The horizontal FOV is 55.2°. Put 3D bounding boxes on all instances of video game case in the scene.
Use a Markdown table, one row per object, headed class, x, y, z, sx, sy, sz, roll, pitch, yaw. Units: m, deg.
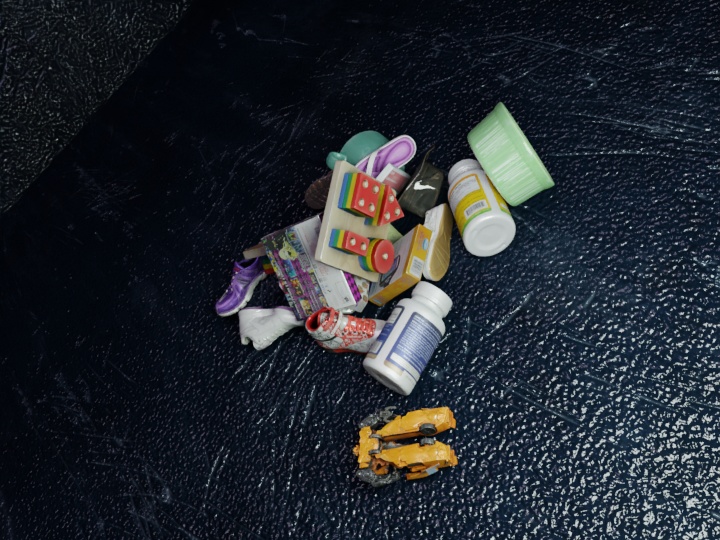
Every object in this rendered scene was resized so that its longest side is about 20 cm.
| class | x | y | z | sx | sy | sz | roll | pitch | yaw |
| --- | --- | --- | --- | --- | --- | --- | --- | --- | --- |
| video game case | -0.107 | -0.005 | 1.476 | 0.178 | 0.204 | 0.036 | -18 | 11 | 37 |
| video game case | 0.028 | -0.151 | 1.574 | 0.017 | 0.142 | 0.201 | 45 | 104 | 17 |

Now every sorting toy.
| class | x | y | z | sx | sy | sz | roll | pitch | yaw |
| --- | --- | --- | --- | --- | --- | --- | --- | --- | --- |
| sorting toy | 0.013 | -0.094 | 1.405 | 0.068 | 0.197 | 0.206 | 7 | 82 | 38 |
| sorting toy | -0.142 | -0.058 | 1.640 | 0.195 | 0.071 | 0.199 | -10 | 15 | 39 |

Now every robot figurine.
| class | x | y | z | sx | sy | sz | roll | pitch | yaw |
| --- | --- | --- | --- | --- | --- | --- | --- | --- | --- |
| robot figurine | 0.077 | 0.318 | 1.248 | 0.195 | 0.058 | 0.148 | -17 | 48 | 25 |

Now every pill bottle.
| class | x | y | z | sx | sy | sz | roll | pitch | yaw |
| --- | --- | --- | --- | --- | --- | --- | --- | --- | --- |
| pill bottle | 0.245 | -0.138 | 1.442 | 0.109 | 0.111 | 0.203 | -27 | 44 | 16 |
| pill bottle | 0.097 | 0.129 | 1.343 | 0.109 | 0.111 | 0.203 | 18 | 69 | 44 |

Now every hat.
| class | x | y | z | sx | sy | sz | roll | pitch | yaw |
| --- | --- | --- | --- | --- | --- | --- | --- | --- | --- |
| hat | 0.143 | -0.179 | 1.566 | 0.204 | 0.080 | 0.201 | -60 | 0 | -1 |

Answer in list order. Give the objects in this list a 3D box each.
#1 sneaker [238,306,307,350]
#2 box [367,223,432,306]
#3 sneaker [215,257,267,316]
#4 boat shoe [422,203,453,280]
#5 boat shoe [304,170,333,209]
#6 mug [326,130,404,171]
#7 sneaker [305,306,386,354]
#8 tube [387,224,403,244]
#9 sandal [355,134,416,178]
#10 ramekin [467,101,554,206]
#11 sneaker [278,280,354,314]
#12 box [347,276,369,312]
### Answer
| class | x | y | z | sx | sy | sz | roll | pitch | yaw |
| --- | --- | --- | --- | --- | --- | --- | --- | --- | --- |
| sneaker | -0.202 | 0.136 | 1.612 | 0.195 | 0.074 | 0.103 | -5 | 78 | 31 |
| box | 0.077 | -0.004 | 1.465 | 0.200 | 0.041 | 0.122 | -40 | 28 | 58 |
| sneaker | -0.310 | 0.023 | 1.757 | 0.080 | 0.084 | 0.202 | 26 | 76 | 46 |
| boat shoe | 0.153 | -0.056 | 1.481 | 0.068 | 0.071 | 0.203 | -11 | 42 | 30 |
| boat shoe | -0.061 | -0.226 | 1.783 | 0.197 | 0.077 | 0.072 | -30 | 6 | 29 |
| mug | 0.019 | -0.233 | 1.649 | 0.182 | 0.155 | 0.115 | -28 | 46 | -16 |
| sneaker | -0.022 | 0.122 | 1.441 | 0.197 | 0.108 | 0.069 | -8 | 52 | 32 |
| tube | 0.024 | -0.106 | 1.518 | 0.057 | 0.200 | 0.053 | 8 | 64 | 38 |
| sandal | 0.044 | -0.233 | 1.558 | 0.203 | 0.083 | 0.050 | -45 | 12 | 0 |
| ramekin | 0.304 | -0.232 | 1.414 | 0.097 | 0.199 | 0.203 | -34 | 43 | 18 |
| sneaker | -0.089 | 0.054 | 1.579 | 0.196 | 0.082 | 0.075 | 21 | 76 | 19 |
| box | 0.000 | 0.000 | 1.550 | 0.042 | 0.038 | 0.204 | 125 | 159 | -47 |
